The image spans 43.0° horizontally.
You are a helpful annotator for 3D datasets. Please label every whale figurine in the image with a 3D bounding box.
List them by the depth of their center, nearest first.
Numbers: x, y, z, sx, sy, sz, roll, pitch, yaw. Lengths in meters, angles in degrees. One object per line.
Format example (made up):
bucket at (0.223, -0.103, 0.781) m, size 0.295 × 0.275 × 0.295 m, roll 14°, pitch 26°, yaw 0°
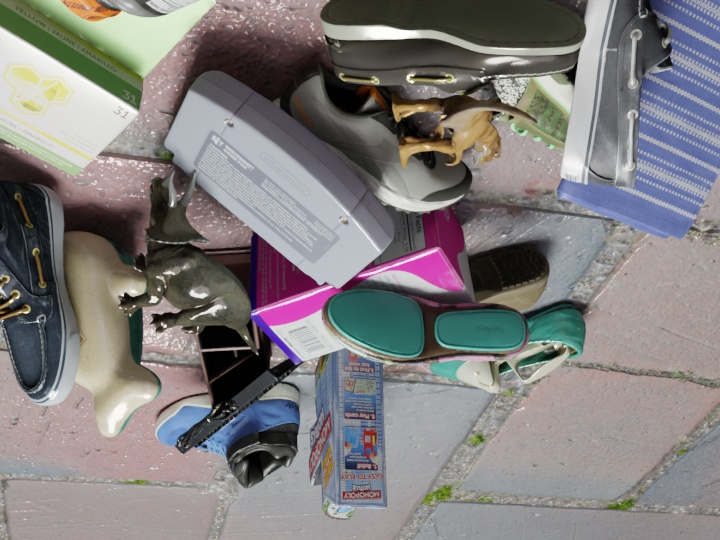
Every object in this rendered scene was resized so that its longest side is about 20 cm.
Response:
whale figurine at (-0.246, 0.058, 0.875) m, size 0.159 × 0.201 × 0.104 m, roll -44°, pitch 156°, yaw 14°

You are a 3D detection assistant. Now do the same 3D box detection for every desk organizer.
desk organizer at (-0.138, 0.071, 0.988) m, size 0.071 × 0.078 × 0.201 m, roll -3°, pitch 142°, yaw -2°

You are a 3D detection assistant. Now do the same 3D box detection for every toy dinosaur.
toy dinosaur at (0.078, -0.120, 0.714) m, size 0.105 × 0.061 × 0.200 m, roll -7°, pitch 179°, yaw 8°
toy dinosaur at (-0.146, 0.018, 0.812) m, size 0.101 × 0.077 × 0.201 m, roll -20°, pitch 118°, yaw 32°

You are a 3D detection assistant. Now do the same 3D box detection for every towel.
towel at (0.253, -0.131, 0.746) m, size 0.143 × 0.024 × 0.202 m, roll 15°, pitch 106°, yaw -26°

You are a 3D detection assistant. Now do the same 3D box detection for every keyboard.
keyboard at (-0.144, 0.156, 1.011) m, size 0.200 × 0.021 × 0.127 m, roll -41°, pitch 171°, yaw 37°

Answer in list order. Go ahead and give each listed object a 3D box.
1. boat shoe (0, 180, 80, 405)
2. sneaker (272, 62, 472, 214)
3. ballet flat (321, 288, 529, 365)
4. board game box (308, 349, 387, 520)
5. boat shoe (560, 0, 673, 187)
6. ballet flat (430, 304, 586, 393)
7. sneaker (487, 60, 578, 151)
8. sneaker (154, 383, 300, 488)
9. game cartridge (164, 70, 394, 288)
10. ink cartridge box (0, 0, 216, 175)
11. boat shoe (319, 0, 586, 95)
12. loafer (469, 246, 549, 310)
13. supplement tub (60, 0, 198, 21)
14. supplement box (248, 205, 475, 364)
boat shoe at (-0.307, 0.019, 0.798) m, size 0.070 × 0.203 × 0.091 m, roll -13°, pitch 171°, yaw 27°
sneaker at (0.020, -0.111, 0.782) m, size 0.198 × 0.075 × 0.079 m, roll 20°, pitch 131°, yaw -28°
ballet flat at (0.057, 0.059, 0.850) m, size 0.197 × 0.070 × 0.071 m, roll 4°, pitch 161°, yaw -12°
board game box at (-0.020, 0.204, 1.069) m, size 0.061 × 0.202 × 0.201 m, roll 6°, pitch 140°, yaw -14°
boat shoe at (0.196, -0.161, 0.668) m, size 0.067 × 0.072 × 0.203 m, roll 11°, pitch 102°, yaw 16°
ballet flat at (0.169, 0.102, 1.066) m, size 0.198 × 0.071 × 0.067 m, roll -22°, pitch 140°, yaw 21°
sneaker at (0.150, -0.141, 0.771) m, size 0.088 × 0.078 × 0.200 m, roll -13°, pitch 137°, yaw 30°
sneaker at (-0.169, 0.217, 1.142) m, size 0.197 × 0.112 × 0.077 m, roll -12°, pitch 142°, yaw 10°
game cartridge at (-0.068, -0.072, 0.758) m, size 0.199 × 0.041 × 0.133 m, roll 40°, pitch 154°, yaw -8°
ink cartridge box at (-0.226, -0.171, 0.700) m, size 0.145 × 0.048 × 0.199 m, roll 30°, pitch 133°, yaw -35°
boat shoe at (0.068, -0.166, 0.682) m, size 0.199 × 0.072 × 0.061 m, roll 11°, pitch 137°, yaw 20°
loafer at (0.106, 0.035, 0.970) m, size 0.197 × 0.077 × 0.068 m, roll -12°, pitch 135°, yaw 10°
supplement tub at (-0.103, -0.237, 0.567) m, size 0.198 × 0.124 × 0.123 m, roll -17°, pitch 141°, yaw 16°
supplement box at (0.000, 0.000, 0.894) m, size 0.198 × 0.104 × 0.101 m, roll -18°, pitch 139°, yaw 18°
